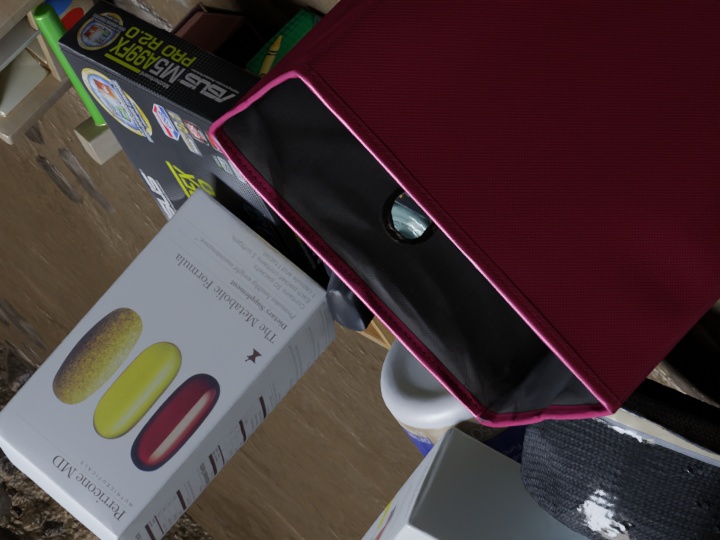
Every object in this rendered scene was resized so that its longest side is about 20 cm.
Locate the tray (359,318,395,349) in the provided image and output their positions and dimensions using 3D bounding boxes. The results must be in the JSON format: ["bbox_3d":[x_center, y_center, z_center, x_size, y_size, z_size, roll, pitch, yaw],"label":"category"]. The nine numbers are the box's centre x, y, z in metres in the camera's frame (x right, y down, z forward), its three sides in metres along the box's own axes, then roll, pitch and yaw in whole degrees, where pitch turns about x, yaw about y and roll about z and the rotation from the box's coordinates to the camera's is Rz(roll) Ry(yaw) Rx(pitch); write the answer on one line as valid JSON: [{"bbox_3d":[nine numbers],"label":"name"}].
[{"bbox_3d":[-0.041,-0.013,2.203,0.200,0.037,0.099,29,160,52],"label":"tray"}]

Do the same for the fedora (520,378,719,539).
[{"bbox_3d":[0.158,0.112,1.712,0.200,0.092,0.201,21,-177,-1],"label":"fedora"}]

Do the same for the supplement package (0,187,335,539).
[{"bbox_3d":[-0.121,0.069,1.852,0.114,0.200,0.110,38,169,11],"label":"supplement package"}]

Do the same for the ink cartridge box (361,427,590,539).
[{"bbox_3d":[0.074,0.208,1.934,0.145,0.084,0.200,28,146,-3],"label":"ink cartridge box"}]

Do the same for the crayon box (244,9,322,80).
[{"bbox_3d":[0.020,-0.058,1.831,0.119,0.058,0.200,32,162,44],"label":"crayon box"}]

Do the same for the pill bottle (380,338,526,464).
[{"bbox_3d":[0.107,0.115,1.967,0.116,0.116,0.200,27,158,53],"label":"pill bottle"}]

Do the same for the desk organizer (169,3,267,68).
[{"bbox_3d":[-0.058,-0.079,1.984,0.200,0.072,0.077,51,163,-25],"label":"desk organizer"}]

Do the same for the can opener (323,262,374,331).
[{"bbox_3d":[0.000,0.000,1.811,0.063,0.079,0.200,33,173,10],"label":"can opener"}]

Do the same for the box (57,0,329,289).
[{"bbox_3d":[-0.091,-0.069,1.885,0.160,0.044,0.200,28,158,38],"label":"box"}]

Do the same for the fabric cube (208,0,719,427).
[{"bbox_3d":[0.081,-0.071,1.305,0.196,0.199,0.200,46,167,-7],"label":"fabric cube"}]

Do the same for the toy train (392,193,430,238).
[{"bbox_3d":[0.082,-0.034,1.664,0.200,0.085,0.114,33,154,27],"label":"toy train"}]

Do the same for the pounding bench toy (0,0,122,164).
[{"bbox_3d":[-0.237,-0.180,2.101,0.200,0.124,0.156,40,166,20],"label":"pounding bench toy"}]
